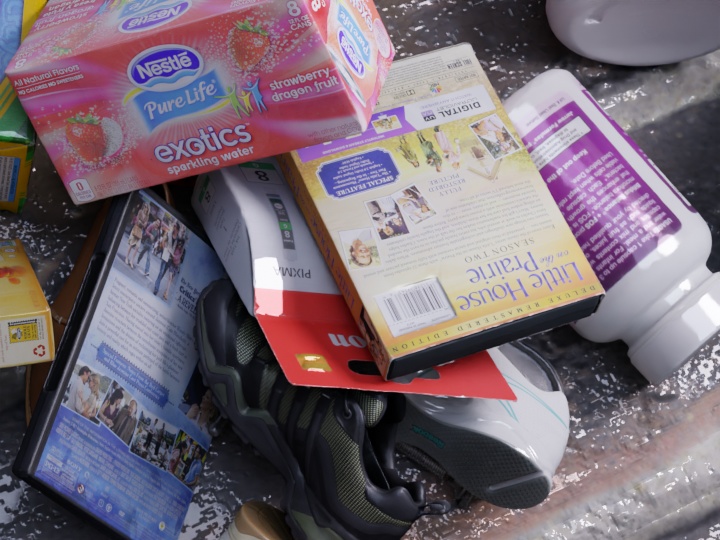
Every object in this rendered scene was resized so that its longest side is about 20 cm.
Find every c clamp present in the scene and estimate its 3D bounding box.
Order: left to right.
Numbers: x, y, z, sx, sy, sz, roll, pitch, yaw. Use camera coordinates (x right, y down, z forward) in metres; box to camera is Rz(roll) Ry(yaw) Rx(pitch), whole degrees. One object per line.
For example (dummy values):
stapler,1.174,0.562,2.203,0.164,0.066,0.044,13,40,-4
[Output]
c clamp,0.027,0.084,1.514,0.200,0.027,0.171,28,63,2

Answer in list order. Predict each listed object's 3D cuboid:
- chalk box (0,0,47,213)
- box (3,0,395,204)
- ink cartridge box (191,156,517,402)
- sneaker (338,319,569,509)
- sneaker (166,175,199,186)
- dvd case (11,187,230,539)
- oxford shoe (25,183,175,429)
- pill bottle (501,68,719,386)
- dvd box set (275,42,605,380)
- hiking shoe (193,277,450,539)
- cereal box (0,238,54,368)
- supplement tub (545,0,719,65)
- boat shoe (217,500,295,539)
chalk box,-0.261,-0.154,1.488,0.124,0.124,0.200,6,70,-9
box,-0.094,-0.124,1.394,0.200,0.103,0.095,-12,31,22
ink cartridge box,0.000,0.000,1.451,0.161,0.050,0.200,5,30,-27
sneaker,0.041,0.071,1.479,0.200,0.070,0.080,32,46,2
sneaker,-0.064,-0.103,1.524,0.200,0.098,0.071,-7,74,-12
dvd case,-0.133,0.063,1.441,0.018,0.143,0.200,0,62,37
oxford shoe,-0.163,0.028,1.471,0.071,0.071,0.200,16,69,-7
pill bottle,0.156,-0.025,1.531,0.112,0.112,0.200,-37,81,-21
dvd box set,0.041,-0.040,1.435,0.146,0.029,0.200,-18,62,-19
hiking shoe,-0.022,0.080,1.429,0.101,0.076,0.200,-34,82,19
cereal box,-0.293,0.029,1.411,0.200,0.144,0.040,-7,110,-15
supplement tub,0.194,-0.256,1.605,0.144,0.145,0.200,2,70,-11
boat shoe,-0.007,0.223,1.438,0.200,0.072,0.065,35,104,-2
